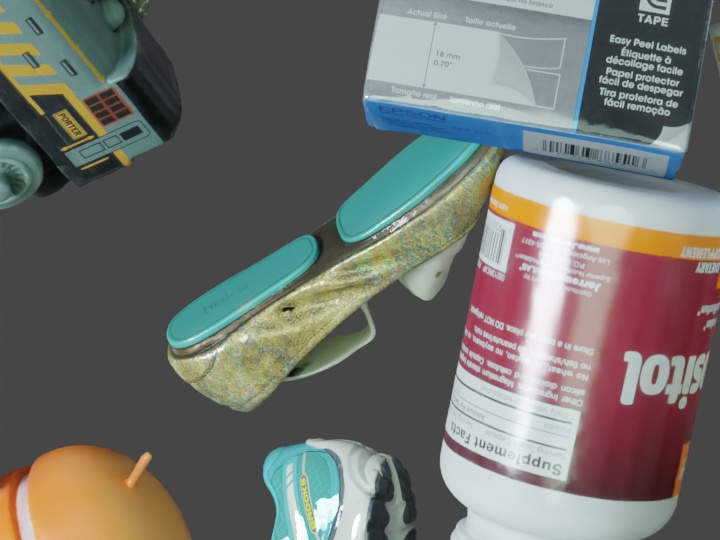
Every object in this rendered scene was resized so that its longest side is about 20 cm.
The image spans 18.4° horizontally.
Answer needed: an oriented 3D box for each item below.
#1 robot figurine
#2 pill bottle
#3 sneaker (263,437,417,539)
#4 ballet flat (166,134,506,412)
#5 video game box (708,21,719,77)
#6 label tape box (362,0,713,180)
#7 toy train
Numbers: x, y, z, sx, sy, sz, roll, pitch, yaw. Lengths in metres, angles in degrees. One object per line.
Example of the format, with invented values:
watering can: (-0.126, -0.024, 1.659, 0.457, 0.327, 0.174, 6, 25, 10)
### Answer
robot figurine: (-0.162, 0.160, 1.076, 0.200, 0.117, 0.144, -29, 78, 12)
pill bottle: (0.100, 0.054, 1.024, 0.113, 0.113, 0.200, 12, 100, 6)
sneaker: (-0.021, 0.180, 1.091, 0.080, 0.077, 0.200, 8, 95, 26)
ballet flat: (0.000, 0.000, 1.061, 0.200, 0.071, 0.071, -35, 92, 10)
video game box: (0.224, -0.021, 0.961, 0.047, 0.182, 0.200, -15, 96, -11)
label tape box: (0.089, -0.153, 0.993, 0.144, 0.063, 0.200, 10, 82, 6)
toy train: (-0.166, -0.107, 1.013, 0.114, 0.200, 0.085, -24, 51, 10)
